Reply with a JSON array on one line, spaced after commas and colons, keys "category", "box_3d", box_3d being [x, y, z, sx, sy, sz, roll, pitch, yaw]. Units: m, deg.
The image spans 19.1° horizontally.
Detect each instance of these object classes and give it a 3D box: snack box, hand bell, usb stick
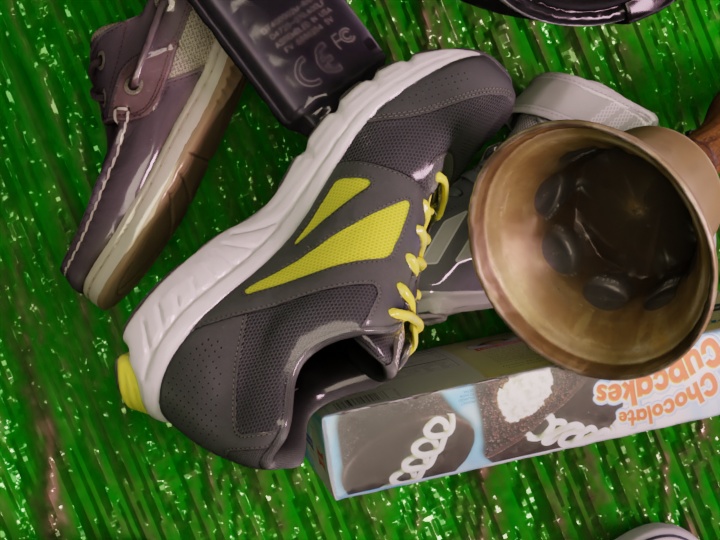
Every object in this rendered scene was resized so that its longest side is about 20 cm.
[{"category": "snack box", "box_3d": [0.075, 0.048, 0.886, 0.198, 0.116, 0.037, -12, 96, -7]}, {"category": "hand bell", "box_3d": [0.135, -0.046, 0.870, 0.105, 0.104, 0.200, 58, 41, -5]}, {"category": "usb stick", "box_3d": [-0.064, -0.143, 0.853, 0.055, 0.033, 0.200, -35, 84, -24]}]

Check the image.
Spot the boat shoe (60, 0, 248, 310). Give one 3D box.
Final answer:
[{"category": "boat shoe", "box_3d": [-0.082, -0.083, 0.889, 0.064, 0.072, 0.201, 25, 82, 1]}]

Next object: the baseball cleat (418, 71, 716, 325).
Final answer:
[{"category": "baseball cleat", "box_3d": [0.053, -0.028, 0.915, 0.198, 0.070, 0.107, -4, 84, -16]}]

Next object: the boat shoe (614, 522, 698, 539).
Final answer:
[{"category": "boat shoe", "box_3d": [0.093, 0.200, 0.916, 0.072, 0.066, 0.200, 38, 86, -6]}]

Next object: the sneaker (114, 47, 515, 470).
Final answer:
[{"category": "sneaker", "box_3d": [0.000, 0.000, 0.824, 0.084, 0.075, 0.200, 38, 74, 24]}]

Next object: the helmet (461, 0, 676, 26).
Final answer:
[{"category": "helmet", "box_3d": [0.060, -0.206, 0.845, 0.198, 0.191, 0.201, -12, 127, -17]}]
